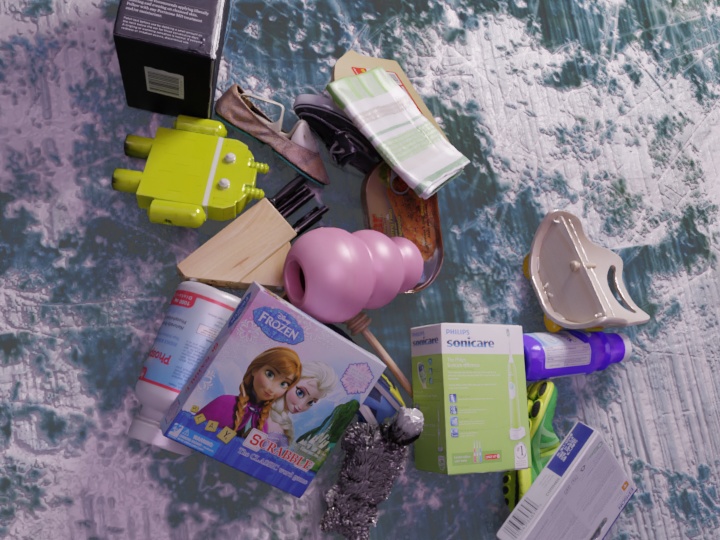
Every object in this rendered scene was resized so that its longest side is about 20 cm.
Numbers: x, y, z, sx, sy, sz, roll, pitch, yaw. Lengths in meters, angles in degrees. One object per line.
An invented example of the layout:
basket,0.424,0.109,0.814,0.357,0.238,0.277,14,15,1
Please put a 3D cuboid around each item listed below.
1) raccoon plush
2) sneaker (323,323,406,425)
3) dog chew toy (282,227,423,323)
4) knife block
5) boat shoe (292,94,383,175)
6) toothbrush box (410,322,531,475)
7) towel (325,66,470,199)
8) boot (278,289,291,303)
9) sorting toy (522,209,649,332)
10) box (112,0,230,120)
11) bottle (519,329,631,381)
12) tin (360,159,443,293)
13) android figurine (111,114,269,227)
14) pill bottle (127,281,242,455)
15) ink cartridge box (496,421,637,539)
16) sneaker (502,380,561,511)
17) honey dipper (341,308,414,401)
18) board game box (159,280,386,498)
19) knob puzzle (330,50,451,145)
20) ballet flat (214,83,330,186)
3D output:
raccoon plush,0.006,0.262,0.825,0.096,0.200,0.134,19,53,6
sneaker,-0.025,0.142,0.882,0.082,0.074,0.200,-40,106,8
dog chew toy,0.000,0.000,0.865,0.199,0.124,0.125,-9,81,-33
knife block,-0.146,-0.060,0.908,0.199,0.064,0.177,6,77,-14
boat shoe,-0.018,-0.187,0.969,0.199,0.072,0.068,30,71,-16
toothbrush box,0.155,0.179,0.922,0.145,0.086,0.201,4,80,-27
towel,0.057,-0.198,0.902,0.200,0.031,0.149,49,38,2
boot,-0.107,0.094,0.882,0.074,0.075,0.200,38,71,-8
sorting toy,0.367,0.023,1.015,0.179,0.107,0.201,6,53,-27
box,-0.240,-0.334,0.863,0.123,0.200,0.198,11,76,-13
bottle,0.319,0.125,0.991,0.199,0.083,0.066,-3,100,-20
tin,0.059,-0.067,0.955,0.111,0.042,0.201,-11,100,-21
android figurine,-0.227,-0.133,0.885,0.199,0.041,0.183,9,57,-4
pill bottle,-0.217,0.124,0.828,0.108,0.109,0.201,22,73,-10
ink cartridge box,0.300,0.342,0.929,0.200,0.041,0.200,-50,128,-11
sneaker,0.262,0.261,0.960,0.083,0.074,0.201,10,87,-22
honey dipper,0.035,0.126,0.941,0.038,0.038,0.200,-40,96,-19
board game box,-0.100,0.148,0.785,0.200,0.041,0.200,34,89,-26
knob puzzle,0.027,-0.240,0.957,0.219,0.030,0.220,25,44,-26
ballet flat,-0.116,-0.199,0.935,0.200,0.068,0.067,33,103,-8
